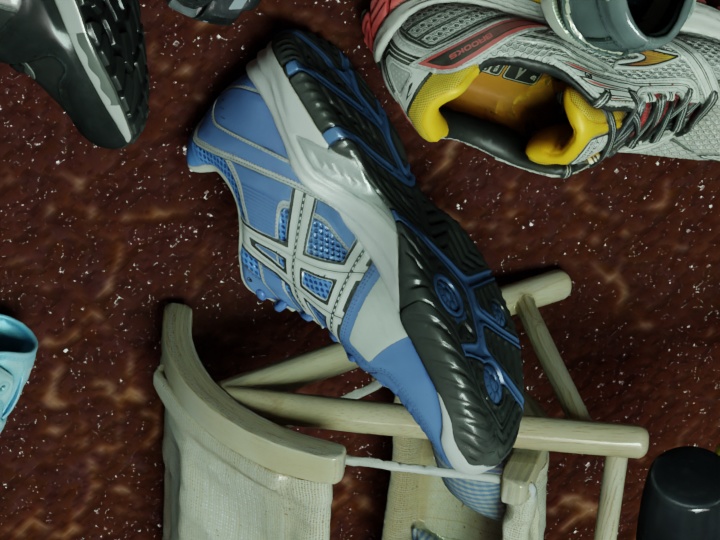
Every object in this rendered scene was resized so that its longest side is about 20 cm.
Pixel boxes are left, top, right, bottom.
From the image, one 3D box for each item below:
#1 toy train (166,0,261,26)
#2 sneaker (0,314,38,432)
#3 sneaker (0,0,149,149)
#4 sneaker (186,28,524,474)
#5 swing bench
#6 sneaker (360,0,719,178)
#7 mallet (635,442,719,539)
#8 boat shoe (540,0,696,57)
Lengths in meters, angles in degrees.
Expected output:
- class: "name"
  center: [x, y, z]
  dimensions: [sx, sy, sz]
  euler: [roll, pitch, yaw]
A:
- class: "toy train"
  center: [-0.012, -0.179, 1.017]
  dimensions: [0.046, 0.034, 0.200]
  euler: [24, 114, -30]
- class: "sneaker"
  center: [-0.175, 0.061, 1.110]
  dimensions: [0.082, 0.074, 0.201]
  euler: [-10, 126, -4]
- class: "sneaker"
  center: [-0.153, -0.127, 1.003]
  dimensions: [0.087, 0.076, 0.200]
  euler: [-17, 124, 15]
- class: "sneaker"
  center: [0.000, 0.000, 1.076]
  dimensions: [0.077, 0.200, 0.076]
  euler: [-35, 168, 23]
- class: "swing bench"
  center: [0.009, 0.123, 1.168]
  dimensions: [0.199, 0.130, 0.199]
  euler: [-6, 126, -12]
- class: "sneaker"
  center: [0.098, -0.069, 1.087]
  dimensions: [0.199, 0.082, 0.078]
  euler: [6, 134, -20]
- class: "mallet"
  center: [0.174, 0.071, 1.158]
  dimensions: [0.041, 0.200, 0.066]
  euler: [20, 128, 19]
- class: "boat shoe"
  center: [0.129, -0.180, 1.010]
  dimensions: [0.073, 0.062, 0.201]
  euler: [14, 98, -24]
